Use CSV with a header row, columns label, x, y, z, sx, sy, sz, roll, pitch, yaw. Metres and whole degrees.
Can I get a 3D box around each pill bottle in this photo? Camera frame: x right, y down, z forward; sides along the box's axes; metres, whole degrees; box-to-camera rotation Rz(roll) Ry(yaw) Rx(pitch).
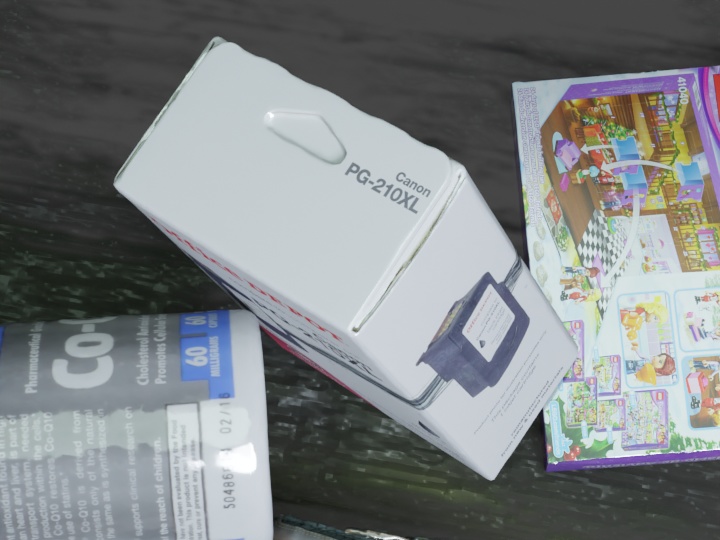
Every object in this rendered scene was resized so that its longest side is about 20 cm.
label,x,y,z,sx,sy,sz,roll,pitch,yaw
pill bottle,-0.142,0.079,0.736,0.199,0.114,0.114,-4,76,-5

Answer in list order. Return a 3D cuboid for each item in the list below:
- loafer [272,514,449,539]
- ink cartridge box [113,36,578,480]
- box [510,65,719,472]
label,x,y,z,sx,sy,sz,roll,pitch,yaw
loafer,0.044,0.163,0.789,0.200,0.072,0.063,26,60,2
ink cartridge box,0.000,0.000,0.735,0.145,0.200,0.084,30,80,30
box,0.153,-0.003,0.827,0.136,0.039,0.201,-4,76,3
